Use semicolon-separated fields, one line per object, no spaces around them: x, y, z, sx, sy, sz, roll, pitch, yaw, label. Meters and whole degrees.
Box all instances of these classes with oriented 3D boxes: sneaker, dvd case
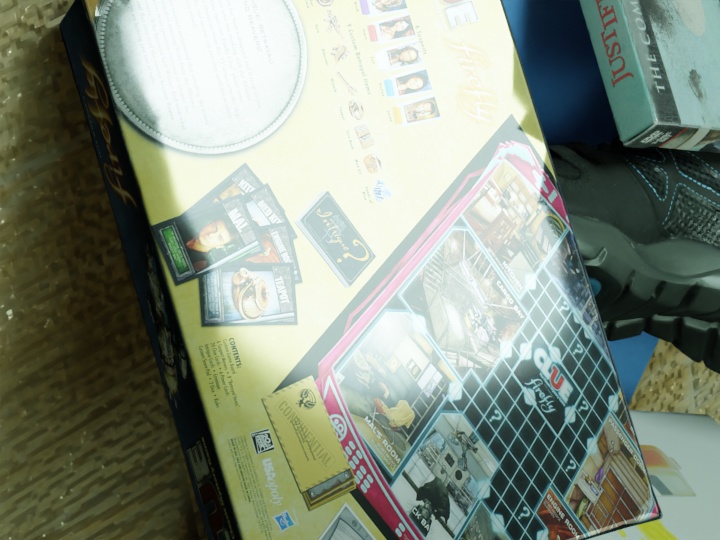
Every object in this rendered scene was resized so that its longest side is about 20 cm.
0.087;-0.016;0.953;0.200;0.073;0.082;13;59;-31;sneaker
0.145;-0.108;0.986;0.200;0.022;0.146;3;67;-43;dvd case

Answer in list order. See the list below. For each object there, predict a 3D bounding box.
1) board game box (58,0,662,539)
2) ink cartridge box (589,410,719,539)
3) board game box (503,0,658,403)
0.000;0.000;0.841;0.135;0.035;0.200;-14;83;-21;board game box
0.045;0.126;0.965;0.200;0.083;0.145;5;124;-39;ink cartridge box
0.059;-0.028;0.988;0.158;0.039;0.200;30;84;-40;board game box
